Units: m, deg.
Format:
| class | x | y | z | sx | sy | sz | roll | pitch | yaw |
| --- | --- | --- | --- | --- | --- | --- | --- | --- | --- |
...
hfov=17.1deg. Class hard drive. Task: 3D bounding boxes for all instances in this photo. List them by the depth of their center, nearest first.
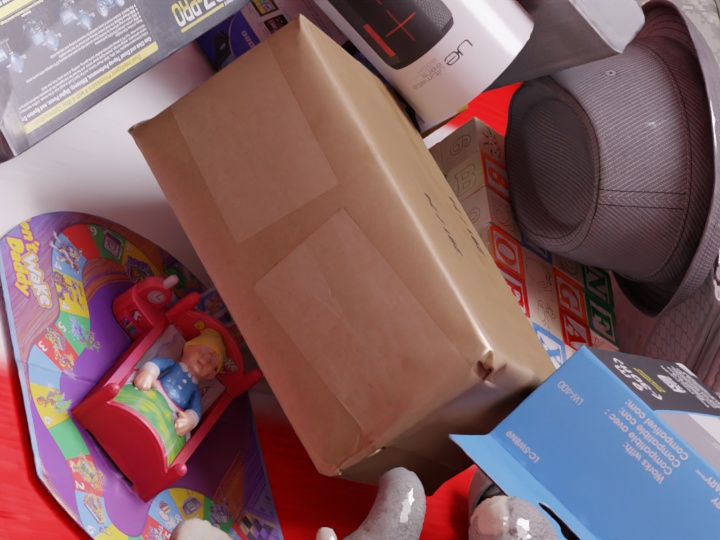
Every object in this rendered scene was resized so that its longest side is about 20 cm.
| class | x | y | z | sx | sy | sz | roll | pitch | yaw |
| --- | --- | --- | --- | --- | --- | --- | --- | --- | --- |
| hard drive | 0.055 | -0.163 | 1.326 | 0.140 | 0.200 | 0.033 | 46 | 69 | -16 |

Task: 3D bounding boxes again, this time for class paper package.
| class | x | y | z | sx | sy | sz | roll | pitch | yaw |
| --- | --- | --- | --- | --- | --- | --- | --- | --- | --- |
| paper package | 0.000 | 0.000 | 1.174 | 0.201 | 0.103 | 0.191 | 59 | 9 | 16 |

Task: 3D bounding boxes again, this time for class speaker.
| class | x | y | z | sx | sy | sz | roll | pitch | yaw |
| --- | --- | --- | --- | --- | --- | --- | --- | --- | --- |
| speaker | -0.001 | -0.173 | 1.243 | 0.200 | 0.081 | 0.081 | 47 | 31 | -16 |

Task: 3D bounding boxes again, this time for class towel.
| class | x | y | z | sx | sy | sz | roll | pitch | yaw |
| --- | --- | --- | --- | --- | --- | --- | --- | --- | --- |
| towel | 0.183 | -0.001 | 1.443 | 0.032 | 0.201 | 0.192 | -1 | 54 | -11 |

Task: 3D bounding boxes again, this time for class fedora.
| class | x | y | z | sx | sy | sz | roll | pitch | yaw |
| --- | --- | --- | --- | --- | --- | --- | --- | --- | --- |
| fedora | 0.136 | -0.065 | 1.363 | 0.090 | 0.178 | 0.200 | 1 | 26 | -16 |

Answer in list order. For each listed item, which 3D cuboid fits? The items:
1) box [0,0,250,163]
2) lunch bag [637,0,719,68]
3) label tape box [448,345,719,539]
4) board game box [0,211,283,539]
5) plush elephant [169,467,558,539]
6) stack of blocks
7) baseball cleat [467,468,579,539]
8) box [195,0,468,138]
| class | x | y | z | sx | sy | sz | roll | pitch | yaw |
| --- | --- | --- | --- | --- | --- | --- | --- | --- | --- |
| box | -0.154 | -0.159 | 1.149 | 0.200 | 0.049 | 0.162 | -41 | 107 | -47 |
| lunch bag | 0.201 | -0.140 | 1.647 | 0.167 | 0.139 | 0.201 | 16 | 45 | -26 |
| label tape box | 0.149 | 0.106 | 1.132 | 0.144 | 0.063 | 0.200 | 44 | 15 | 25 |
| board game box | -0.090 | 0.050 | 1.115 | 0.158 | 0.039 | 0.201 | 21 | 44 | -46 |
| plush elephant | 0.005 | 0.161 | 1.050 | 0.165 | 0.200 | 0.155 | 42 | 7 | -46 |
| stack of blocks | 0.093 | 0.023 | 1.391 | 0.115 | 0.058 | 0.201 | 33 | 37 | -34 |
| baseball cleat | 0.076 | 0.153 | 1.243 | 0.199 | 0.106 | 0.070 | -29 | 123 | -38 |
| box | -0.020 | -0.113 | 1.383 | 0.119 | 0.041 | 0.200 | 57 | 32 | 1 |
